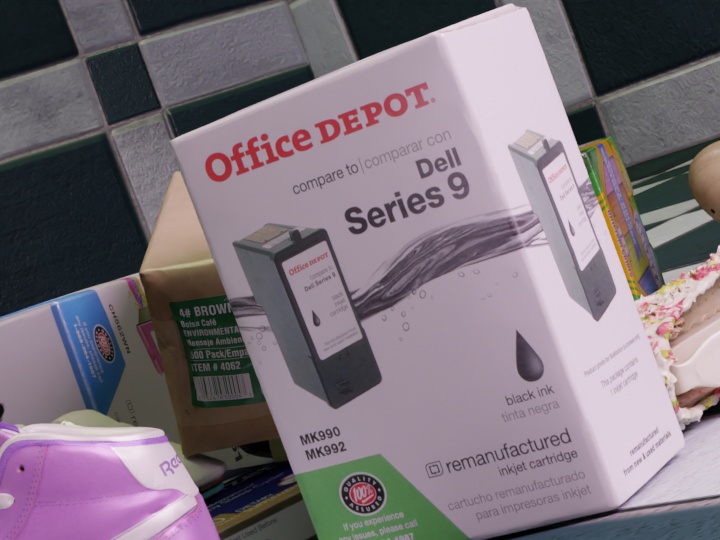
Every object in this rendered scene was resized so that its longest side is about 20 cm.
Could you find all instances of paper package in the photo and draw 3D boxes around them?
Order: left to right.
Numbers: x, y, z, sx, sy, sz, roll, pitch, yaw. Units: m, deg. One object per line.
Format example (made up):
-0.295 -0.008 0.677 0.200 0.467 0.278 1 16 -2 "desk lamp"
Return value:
0.000 0.000 1.007 0.200 0.104 0.191 -10 17 4 "paper package"

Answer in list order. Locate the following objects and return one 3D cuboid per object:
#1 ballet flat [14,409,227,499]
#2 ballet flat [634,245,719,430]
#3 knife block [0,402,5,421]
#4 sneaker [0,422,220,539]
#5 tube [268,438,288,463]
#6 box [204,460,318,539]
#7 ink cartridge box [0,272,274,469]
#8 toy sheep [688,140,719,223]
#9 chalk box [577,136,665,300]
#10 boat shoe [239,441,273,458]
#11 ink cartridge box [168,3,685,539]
-0.158 0.107 0.999 0.200 0.069 0.069 -19 3 35 "ballet flat"
0.178 0.022 0.886 0.200 0.076 0.064 -33 17 -33 "ballet flat"
-0.237 0.136 0.873 0.064 0.200 0.176 24 -3 17 "knife block"
-0.162 0.126 0.817 0.200 0.114 0.073 -22 5 -8 "sneaker"
0.047 0.077 0.982 0.200 0.052 0.058 -9 52 32 "tube"
-0.085 0.132 0.982 0.121 0.032 0.200 -23 3 -38 "box"
-0.143 0.079 1.176 0.085 0.145 0.200 -20 1 21 "ink cartridge box"
0.287 -0.066 1.113 0.200 0.138 0.138 -12 6 19 "toy sheep"
0.121 -0.010 1.265 0.124 0.124 0.200 -19 3 14 "chalk box"
0.024 0.069 1.081 0.201 0.072 0.066 -13 21 8 "boat shoe"
0.026 0.008 0.812 0.146 0.200 0.084 -19 4 32 "ink cartridge box"
